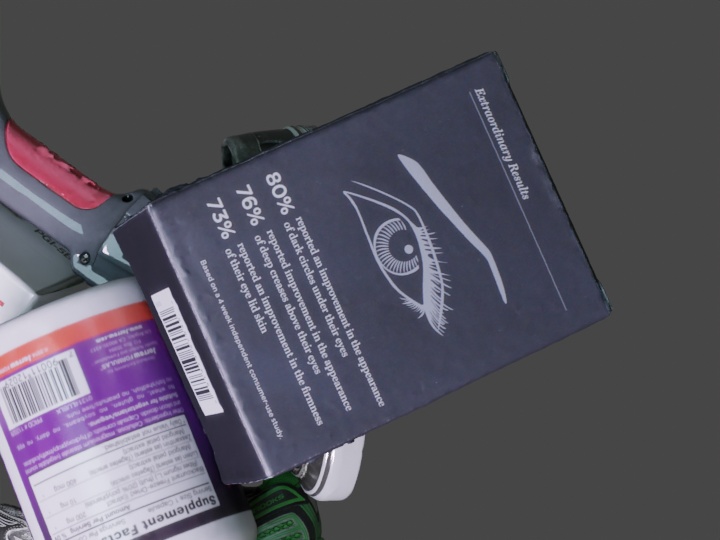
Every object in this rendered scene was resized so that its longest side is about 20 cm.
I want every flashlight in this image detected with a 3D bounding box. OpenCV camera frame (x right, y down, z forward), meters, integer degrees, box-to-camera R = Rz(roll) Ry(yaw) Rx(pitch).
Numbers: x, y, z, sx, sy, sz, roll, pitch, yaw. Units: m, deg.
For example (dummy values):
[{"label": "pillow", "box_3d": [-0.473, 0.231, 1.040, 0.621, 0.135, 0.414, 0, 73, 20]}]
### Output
[{"label": "flashlight", "box_3d": [-0.176, -0.061, 1.444, 0.200, 0.068, 0.068, 34, 126, 8]}]

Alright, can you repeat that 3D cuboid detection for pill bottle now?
[{"label": "pill bottle", "box_3d": [-0.120, 0.114, 1.363, 0.111, 0.111, 0.200, -25, 83, 23]}]

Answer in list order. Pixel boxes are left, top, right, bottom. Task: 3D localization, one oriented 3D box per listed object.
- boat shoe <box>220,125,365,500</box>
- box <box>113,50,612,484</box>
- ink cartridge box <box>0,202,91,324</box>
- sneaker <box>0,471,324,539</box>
[{"label": "boat shoe", "box_3d": [-0.042, 0.025, 1.394, 0.063, 0.071, 0.201, -7, 92, -23]}, {"label": "box", "box_3d": [0.000, 0.000, 1.313, 0.200, 0.104, 0.148, -24, 90, -16]}, {"label": "ink cartridge box", "box_3d": [-0.261, 0.039, 1.481, 0.147, 0.083, 0.200, 38, 111, 11]}, {"label": "sneaker", "box_3d": [-0.115, 0.138, 1.458, 0.199, 0.078, 0.085, -1, 93, 12]}]
